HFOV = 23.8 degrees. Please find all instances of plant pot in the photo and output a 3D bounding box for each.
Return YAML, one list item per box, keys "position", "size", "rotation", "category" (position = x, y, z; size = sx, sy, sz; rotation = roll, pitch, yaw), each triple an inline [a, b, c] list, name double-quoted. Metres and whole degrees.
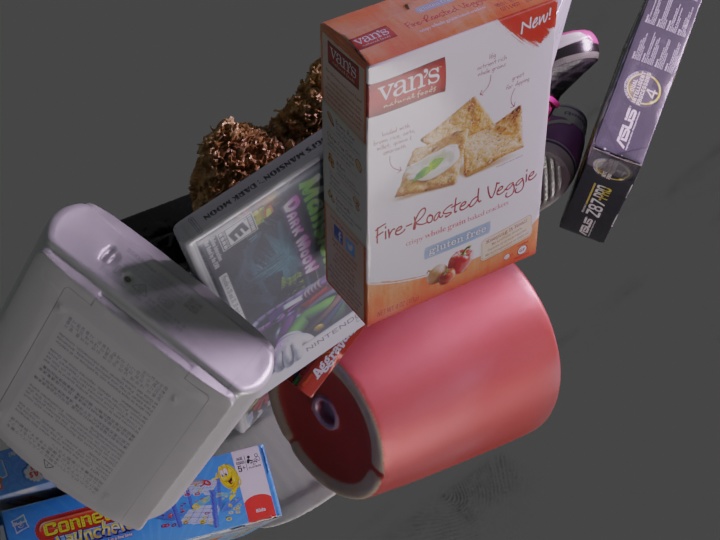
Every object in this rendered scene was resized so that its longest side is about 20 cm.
- position: [0.034, 0.084, 1.395]
  size: [0.177, 0.201, 0.201]
  rotation: [-27, 162, -34]
  category: "plant pot"

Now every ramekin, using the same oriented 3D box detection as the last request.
- position: [-0.049, 0.131, 1.554]
  size: [0.200, 0.098, 0.201]
  rotation: [-36, -168, 8]
  category: "ramekin"

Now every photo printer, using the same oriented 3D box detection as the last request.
- position: [-0.162, 0.072, 1.094]
  size: [0.200, 0.166, 0.069]
  rotation: [-53, 179, 44]
  category: "photo printer"

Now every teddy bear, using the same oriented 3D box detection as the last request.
- position: [-0.028, -0.076, 1.127]
  size: [0.199, 0.067, 0.145]
  rotation: [-31, 145, -14]
  category: "teddy bear"

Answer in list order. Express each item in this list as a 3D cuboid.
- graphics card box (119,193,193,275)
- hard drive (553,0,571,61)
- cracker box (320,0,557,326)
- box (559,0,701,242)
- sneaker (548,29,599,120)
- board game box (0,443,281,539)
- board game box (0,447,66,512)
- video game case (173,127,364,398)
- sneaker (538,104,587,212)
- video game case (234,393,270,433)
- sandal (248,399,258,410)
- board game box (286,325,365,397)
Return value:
- position: [-0.156, 0.026, 1.194]
  size: [0.125, 0.051, 0.200]
  rotation: [-24, 159, -44]
  category: "graphics card box"
- position: [0.115, -0.125, 1.228]
  size: [0.201, 0.025, 0.132]
  rotation: [102, 10, -45]
  category: "hard drive"
- position: [0.046, -0.076, 1.042]
  size: [0.133, 0.058, 0.201]
  rotation: [-23, 136, -23]
  category: "cracker box"
- position: [0.230, -0.143, 1.432]
  size: [0.161, 0.049, 0.201]
  rotation: [105, 7, -69]
  category: "box"
- position: [0.127, -0.109, 1.388]
  size: [0.200, 0.088, 0.074]
  rotation: [-41, 165, 8]
  category: "sneaker"
- position: [-0.174, 0.194, 1.304]
  size: [0.195, 0.056, 0.200]
  rotation: [-13, 170, -15]
  category: "board game box"
- position: [-0.243, 0.155, 1.263]
  size: [0.199, 0.037, 0.151]
  rotation: [-18, 167, 8]
  category: "board game box"
- position: [-0.020, -0.017, 1.121]
  size: [0.181, 0.023, 0.200]
  rotation: [-34, 148, -12]
  category: "video game case"
- position: [0.123, -0.079, 1.515]
  size: [0.200, 0.073, 0.114]
  rotation: [-27, -157, 36]
  category: "sneaker"
- position: [-0.049, 0.028, 1.394]
  size: [0.182, 0.023, 0.200]
  rotation: [-47, 163, -20]
  category: "video game case"
- position: [-0.103, 0.076, 1.239]
  size: [0.080, 0.057, 0.201]
  rotation: [-39, 157, 1]
  category: "sandal"
- position: [0.000, 0.000, 1.297]
  size: [0.200, 0.019, 0.103]
  rotation: [-53, -157, -5]
  category: "board game box"
